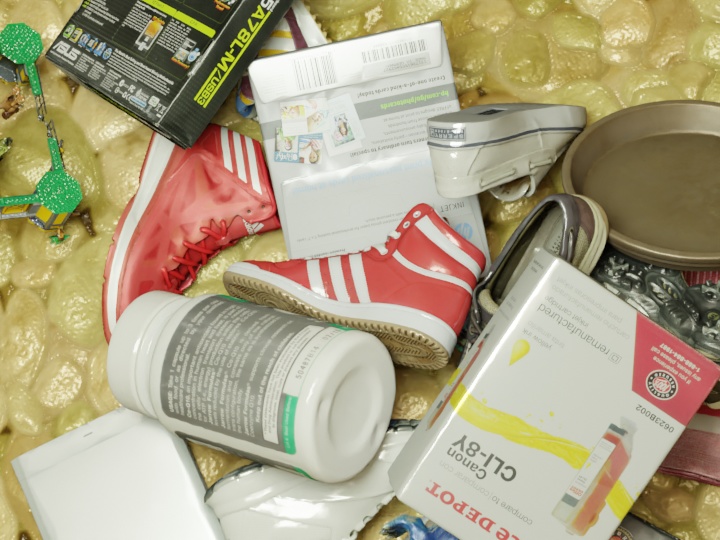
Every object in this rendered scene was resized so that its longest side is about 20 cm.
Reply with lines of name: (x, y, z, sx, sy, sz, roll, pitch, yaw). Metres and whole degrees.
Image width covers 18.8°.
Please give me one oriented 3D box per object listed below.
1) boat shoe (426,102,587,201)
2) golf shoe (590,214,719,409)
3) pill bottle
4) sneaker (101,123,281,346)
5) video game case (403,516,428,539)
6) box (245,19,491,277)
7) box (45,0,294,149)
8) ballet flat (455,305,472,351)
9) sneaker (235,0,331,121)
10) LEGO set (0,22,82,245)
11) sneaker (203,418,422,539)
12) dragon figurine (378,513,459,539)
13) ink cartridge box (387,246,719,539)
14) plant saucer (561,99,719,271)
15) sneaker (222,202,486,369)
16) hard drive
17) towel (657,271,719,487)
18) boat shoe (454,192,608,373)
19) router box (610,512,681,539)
boat shoe: (0.112, -0.088, 1.642, 0.071, 0.200, 0.070, 5, 102, 28)
golf shoe: (0.215, 0.029, 1.621, 0.078, 0.095, 0.200, -23, 46, -22)
pill bottle: (-0.084, 0.080, 1.605, 0.199, 0.113, 0.113, 14, 77, 33)
sneaker: (-0.126, -0.023, 1.699, 0.115, 0.078, 0.201, 12, 79, 11)
video game case: (0.102, 0.273, 1.620, 0.200, 0.022, 0.182, 38, 83, 15)
box: (0.008, -0.080, 1.676, 0.155, 0.041, 0.201, -12, 97, 4)
box: (-0.140, -0.210, 1.704, 0.193, 0.047, 0.200, -54, 40, -4)
ballet flat: (0.130, 0.056, 1.630, 0.200, 0.074, 0.074, 38, 83, 27)
sneaker: (-0.074, -0.172, 1.732, 0.090, 0.075, 0.200, -33, 73, -7)
LEGO set: (-0.312, -0.095, 1.744, 0.153, 0.116, 0.201, -17, 76, -28)
sneaker: (-0.015, 0.168, 1.648, 0.199, 0.075, 0.087, -20, 89, 6)
dragon figurine: (0.083, 0.200, 1.600, 0.200, 0.059, 0.099, -40, 75, -4)
ink cartridge box: (0.133, 0.107, 1.504, 0.145, 0.083, 0.200, 33, 94, -6)
plant saucer: (0.251, -0.062, 1.635, 0.199, 0.030, 0.200, -1, 38, 1)
sneaker: (0.000, 0.000, 1.635, 0.199, 0.071, 0.113, 15, 62, 27)
hard drive: (-0.172, 0.209, 1.671, 0.132, 0.026, 0.201, -26, 73, 0)
towel: (0.233, 0.054, 1.661, 0.143, 0.023, 0.201, 12, 77, 9)
boat shoe: (0.109, 0.032, 1.571, 0.072, 0.065, 0.200, 34, 98, 35)
router box: (0.173, 0.276, 1.568, 0.149, 0.062, 0.200, 27, 80, 12)
